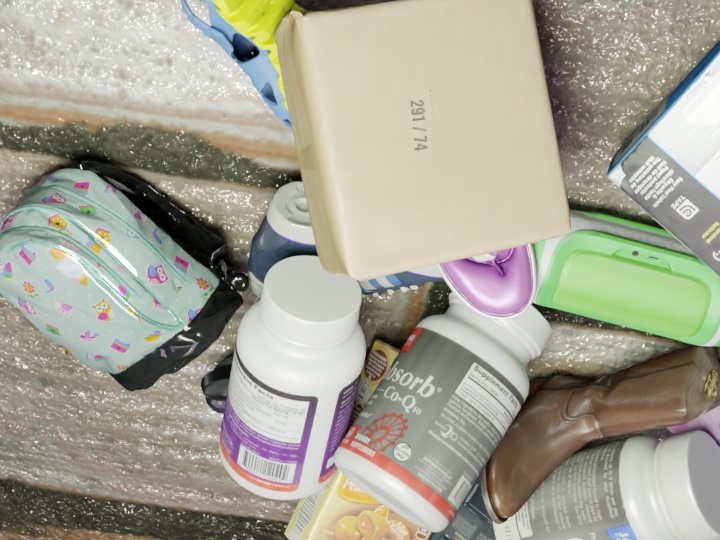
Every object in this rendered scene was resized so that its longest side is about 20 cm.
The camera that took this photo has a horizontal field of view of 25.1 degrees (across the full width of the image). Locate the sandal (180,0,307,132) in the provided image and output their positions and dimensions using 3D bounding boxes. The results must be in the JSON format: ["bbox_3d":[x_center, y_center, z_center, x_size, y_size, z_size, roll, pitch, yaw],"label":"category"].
[{"bbox_3d":[-0.076,-0.184,1.290,0.087,0.080,0.201,11,146,45],"label":"sandal"}]

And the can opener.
[{"bbox_3d":[-0.050,0.110,1.507,0.197,0.079,0.064,0,115,-4],"label":"can opener"}]

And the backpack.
[{"bbox_3d":[-0.220,0.004,1.403,0.200,0.127,0.166,45,128,-17],"label":"backpack"}]

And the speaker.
[{"bbox_3d":[0.228,0.005,1.378,0.198,0.089,0.089,14,128,-4],"label":"speaker"}]

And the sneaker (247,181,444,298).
[{"bbox_3d":[0.000,0.000,1.416,0.198,0.081,0.147,10,139,-8],"label":"sneaker"}]

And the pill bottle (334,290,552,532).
[{"bbox_3d":[0.074,0.111,1.386,0.115,0.201,0.116,32,168,8],"label":"pill bottle"}]

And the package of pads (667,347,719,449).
[{"bbox_3d":[0.376,0.096,1.435,0.120,0.076,0.200,37,123,-18],"label":"package of pads"}]

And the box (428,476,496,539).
[{"bbox_3d":[0.142,0.283,1.565,0.200,0.158,0.051,40,166,-22],"label":"box"}]

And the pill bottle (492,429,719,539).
[{"bbox_3d":[0.228,0.212,1.451,0.199,0.114,0.114,-20,123,34],"label":"pill bottle"}]

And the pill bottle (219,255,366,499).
[{"bbox_3d":[-0.056,0.089,1.372,0.110,0.112,0.201,12,130,-2],"label":"pill bottle"}]

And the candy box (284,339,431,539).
[{"bbox_3d":[0.027,0.179,1.478,0.115,0.055,0.202,25,92,-26],"label":"candy box"}]

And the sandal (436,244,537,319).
[{"bbox_3d":[0.084,-0.054,1.317,0.082,0.050,0.205,-20,91,12],"label":"sandal"}]

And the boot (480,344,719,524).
[{"bbox_3d":[0.213,0.138,1.399,0.198,0.187,0.065,-12,121,34],"label":"boot"}]

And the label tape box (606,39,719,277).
[{"bbox_3d":[0.318,-0.069,1.283,0.200,0.066,0.143,42,118,0],"label":"label tape box"}]

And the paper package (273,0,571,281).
[{"bbox_3d":[0.047,-0.108,1.223,0.188,0.103,0.202,-12,95,-13],"label":"paper package"}]
